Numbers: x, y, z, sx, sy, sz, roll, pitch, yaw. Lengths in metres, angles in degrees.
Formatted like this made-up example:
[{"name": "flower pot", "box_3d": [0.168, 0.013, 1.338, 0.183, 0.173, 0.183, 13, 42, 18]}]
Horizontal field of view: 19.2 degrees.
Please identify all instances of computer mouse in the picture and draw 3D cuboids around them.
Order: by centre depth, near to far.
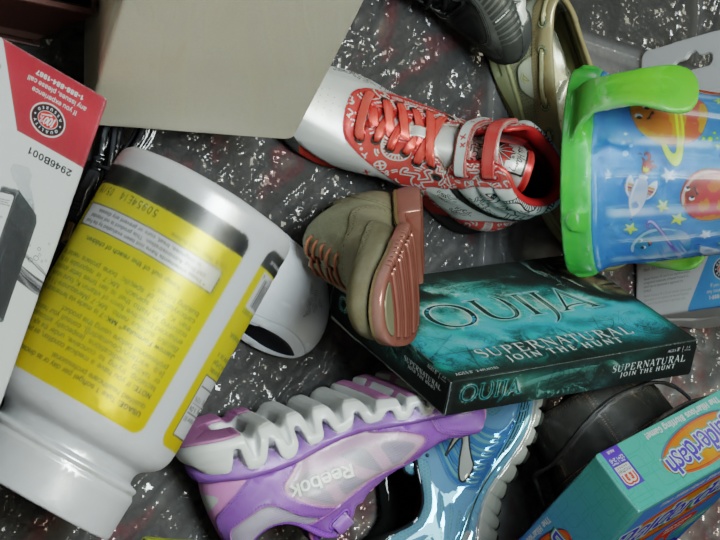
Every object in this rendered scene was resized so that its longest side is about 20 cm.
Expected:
[{"name": "computer mouse", "box_3d": [-0.087, -0.014, 1.315, 0.200, 0.044, 0.110, 31, 65, -29]}]

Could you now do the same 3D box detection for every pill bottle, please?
[{"name": "pill bottle", "box_3d": [-0.134, 0.042, 1.206, 0.114, 0.114, 0.201, 34, 81, -28]}]

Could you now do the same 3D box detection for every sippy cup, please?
[{"name": "sippy cup", "box_3d": [0.202, -0.064, 1.395, 0.178, 0.130, 0.141, -23, 114, -77]}]

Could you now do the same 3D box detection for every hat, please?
[{"name": "hat", "box_3d": [0.159, 0.113, 1.422, 0.200, 0.201, 0.081, -25, 68, -36]}]

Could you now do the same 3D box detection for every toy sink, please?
[{"name": "toy sink", "box_3d": [-0.081, -0.170, 1.211, 0.130, 0.200, 0.113, 3, 68, -13]}]

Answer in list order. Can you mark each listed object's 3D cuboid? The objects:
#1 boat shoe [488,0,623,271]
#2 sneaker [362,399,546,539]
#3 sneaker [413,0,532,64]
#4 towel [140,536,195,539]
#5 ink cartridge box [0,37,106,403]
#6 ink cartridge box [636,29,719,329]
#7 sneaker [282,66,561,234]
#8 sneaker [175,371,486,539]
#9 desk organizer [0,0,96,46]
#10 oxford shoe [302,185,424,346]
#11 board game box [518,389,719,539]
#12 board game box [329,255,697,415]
[{"name": "boat shoe", "box_3d": [0.153, -0.095, 1.493, 0.073, 0.063, 0.202, -25, 98, -36]}, {"name": "sneaker", "box_3d": [0.056, 0.113, 1.384, 0.090, 0.078, 0.201, 28, 65, -23]}, {"name": "sneaker", "box_3d": [0.035, -0.209, 1.424, 0.090, 0.066, 0.200, -44, 105, -30]}, {"name": "towel", "box_3d": [-0.060, 0.209, 1.293, 0.199, 0.018, 0.086, 12, 110, -35]}, {"name": "ink cartridge box", "box_3d": [-0.245, -0.033, 1.174, 0.144, 0.084, 0.201, 29, 68, -31]}, {"name": "ink cartridge box", "box_3d": [0.261, -0.065, 1.537, 0.068, 0.115, 0.201, 9, 78, -36]}, {"name": "sneaker", "box_3d": [0.043, -0.087, 1.382, 0.201, 0.108, 0.068, 29, 67, -30]}, {"name": "sneaker", "box_3d": [-0.015, 0.119, 1.318, 0.199, 0.080, 0.089, -13, 100, -18]}, {"name": "desk organizer", "box_3d": [-0.196, -0.241, 1.245, 0.071, 0.077, 0.201, 8, 78, -36]}, {"name": "oxford shoe", "box_3d": [0.000, 0.000, 1.304, 0.073, 0.200, 0.071, -1, 105, 5]}, {"name": "board game box", "box_3d": [0.159, 0.156, 1.321, 0.152, 0.200, 0.045, -22, 67, -38]}, {"name": "board game box", "box_3d": [0.097, 0.037, 1.365, 0.199, 0.135, 0.028, -7, 119, -34]}]
